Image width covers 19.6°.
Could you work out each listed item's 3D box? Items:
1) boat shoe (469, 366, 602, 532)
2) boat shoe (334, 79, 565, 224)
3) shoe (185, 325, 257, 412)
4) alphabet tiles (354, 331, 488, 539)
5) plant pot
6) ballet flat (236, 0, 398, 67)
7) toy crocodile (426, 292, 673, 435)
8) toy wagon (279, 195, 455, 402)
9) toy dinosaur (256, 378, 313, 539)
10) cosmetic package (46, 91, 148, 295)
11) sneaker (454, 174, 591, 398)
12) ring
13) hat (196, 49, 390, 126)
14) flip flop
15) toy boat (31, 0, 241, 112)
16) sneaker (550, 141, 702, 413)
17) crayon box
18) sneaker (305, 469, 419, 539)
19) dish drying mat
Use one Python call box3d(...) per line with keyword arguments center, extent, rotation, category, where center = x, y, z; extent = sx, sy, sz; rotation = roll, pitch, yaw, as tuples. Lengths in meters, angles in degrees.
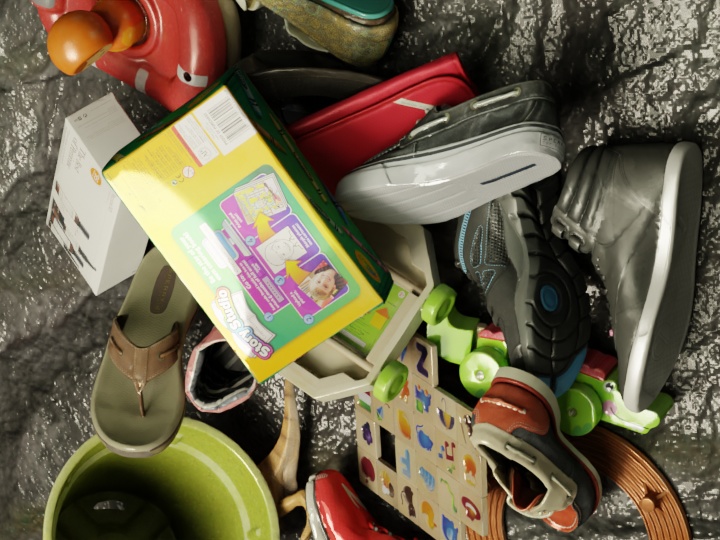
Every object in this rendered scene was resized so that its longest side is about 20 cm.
box3d(center=(0.127, 0.147, 1.548), extent=(0.071, 0.063, 0.200), rotation=(12, 152, 27), category="boat shoe")
box3d(center=(0.067, -0.086, 1.526), extent=(0.199, 0.072, 0.071), rotation=(-14, 60, 35), category="boat shoe")
box3d(center=(-0.067, 0.037, 1.677), extent=(0.071, 0.091, 0.200), rotation=(40, 126, -8), category="shoe")
box3d(center=(0.045, 0.126, 1.642), extent=(0.200, 0.007, 0.169), rotation=(30, 128, 56), category="alphabet tiles")
box3d(center=(-0.191, 0.239, 1.778), extent=(0.201, 0.200, 0.184), rotation=(56, 154, 1), category="plant pot")
box3d(center=(-0.059, -0.217, 1.603), extent=(0.199, 0.071, 0.071), rotation=(32, 123, 18), category="ballet flat")
box3d(center=(0.142, 0.073, 1.585), extent=(0.199, 0.067, 0.062), rotation=(21, 118, 24), category="toy crocodile")
box3d(center=(0.000, 0.000, 1.602), extent=(0.155, 0.040, 0.201), rotation=(33, 90, 22), category="toy wagon")
box3d(center=(-0.069, 0.179, 1.765), extent=(0.106, 0.060, 0.201), rotation=(37, 123, 17), category="toy dinosaur")
box3d(center=(-0.210, -0.058, 1.704), extent=(0.083, 0.050, 0.200), rotation=(52, 156, 12), category="cosmetic package")
box3d(center=(0.116, 0.001, 1.557), extent=(0.082, 0.073, 0.202), rotation=(-20, 72, 43), category="sneaker")
box3d(center=(0.168, 0.213, 1.654), extent=(0.199, 0.019, 0.202), rotation=(12, 115, 27), category="ring")
box3d(center=(-0.055, -0.121, 1.616), extent=(0.200, 0.200, 0.081), rotation=(-39, 43, 36), category="hat")
box3d(center=(-0.174, 0.059, 1.711), extent=(0.080, 0.201, 0.058), rotation=(8, 152, 11), category="flip flop")
box3d(center=(-0.194, -0.193, 1.644), extent=(0.199, 0.131, 0.131), rotation=(29, 132, 20), category="toy boat")
box3d(center=(0.188, -0.002, 1.524), extent=(0.099, 0.071, 0.202), rotation=(13, 104, 30), category="sneaker")
box3d(center=(-0.081, -0.032, 1.533), extent=(0.118, 0.058, 0.201), rotation=(-33, 101, 18), category="crayon box")
box3d(center=(0.032, 0.239, 1.728), extent=(0.085, 0.077, 0.201), rotation=(-33, 96, 25), category="sneaker")
box3d(center=(-0.003, -0.096, 1.564), extent=(0.199, 0.018, 0.077), rotation=(-23, 134, 12), category="dish drying mat")
